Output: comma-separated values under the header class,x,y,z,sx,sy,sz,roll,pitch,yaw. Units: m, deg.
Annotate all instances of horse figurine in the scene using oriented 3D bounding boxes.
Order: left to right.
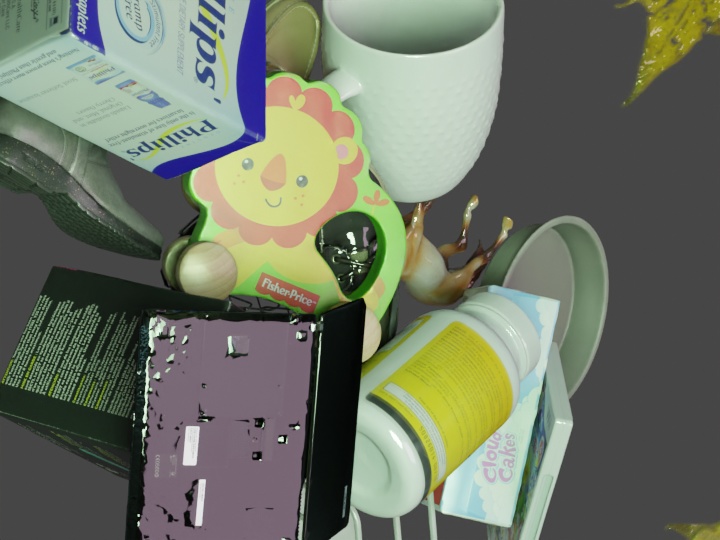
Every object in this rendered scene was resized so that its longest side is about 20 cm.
class,x,y,z,sx,sy,sz,roll,pitch,yaw
horse figurine,0.062,-0.021,1.861,0.133,0.050,0.200,-57,141,-4

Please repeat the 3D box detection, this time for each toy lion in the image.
class,x,y,z,sx,sy,sz,roll,pitch,yaw
toy lion,-0.051,-0.049,1.603,0.200,0.069,0.192,24,90,-18

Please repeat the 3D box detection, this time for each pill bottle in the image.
class,x,y,z,sx,sy,sz,roll,pitch,yaw
pill bottle,0.057,0.101,1.669,0.200,0.112,0.112,-38,124,-39

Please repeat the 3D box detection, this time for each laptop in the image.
class,x,y,z,sx,sy,sz,roll,pitch,yaw
laptop,-0.077,0.109,1.482,0.200,0.103,0.177,2,97,-21

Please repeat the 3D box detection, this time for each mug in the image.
class,x,y,z,sx,sy,sz,roll,pitch,yaw
mug,0.024,-0.138,1.709,0.200,0.148,0.175,-35,143,-32

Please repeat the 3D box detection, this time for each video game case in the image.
class,x,y,z,sx,sy,sz,roll,pitch,yaw
video game case,0.145,0.180,1.813,0.018,0.143,0.200,11,115,-6

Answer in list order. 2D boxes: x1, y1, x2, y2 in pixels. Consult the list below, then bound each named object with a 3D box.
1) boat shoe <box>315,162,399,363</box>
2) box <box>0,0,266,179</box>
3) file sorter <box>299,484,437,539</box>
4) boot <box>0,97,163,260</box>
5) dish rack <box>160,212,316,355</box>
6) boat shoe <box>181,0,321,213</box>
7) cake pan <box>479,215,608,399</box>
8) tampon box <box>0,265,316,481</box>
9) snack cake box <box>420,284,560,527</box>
class,x,y,z,sx,sy,sz,roll,pitch,yaw
boat shoe,0.000,0.000,1.685,0.072,0.065,0.200,-10,124,-7
box,-0.168,-0.191,1.494,0.200,0.105,0.184,27,54,-46
file sorter,-0.041,0.236,1.759,0.200,0.124,0.139,-22,115,-42
boot,-0.197,-0.098,1.566,0.200,0.070,0.132,41,63,-49
dish rack,-0.081,0.032,1.723,0.153,0.055,0.200,-39,124,-35
boat shoe,-0.075,-0.134,1.671,0.072,0.065,0.200,36,68,-28
cake pan,0.169,0.043,1.987,0.200,0.037,0.200,-23,120,-48
tampon box,-0.144,0.093,1.561,0.150,0.200,0.126,36,72,-45
snack cake box,0.111,0.117,1.820,0.067,0.115,0.200,13,86,-8
